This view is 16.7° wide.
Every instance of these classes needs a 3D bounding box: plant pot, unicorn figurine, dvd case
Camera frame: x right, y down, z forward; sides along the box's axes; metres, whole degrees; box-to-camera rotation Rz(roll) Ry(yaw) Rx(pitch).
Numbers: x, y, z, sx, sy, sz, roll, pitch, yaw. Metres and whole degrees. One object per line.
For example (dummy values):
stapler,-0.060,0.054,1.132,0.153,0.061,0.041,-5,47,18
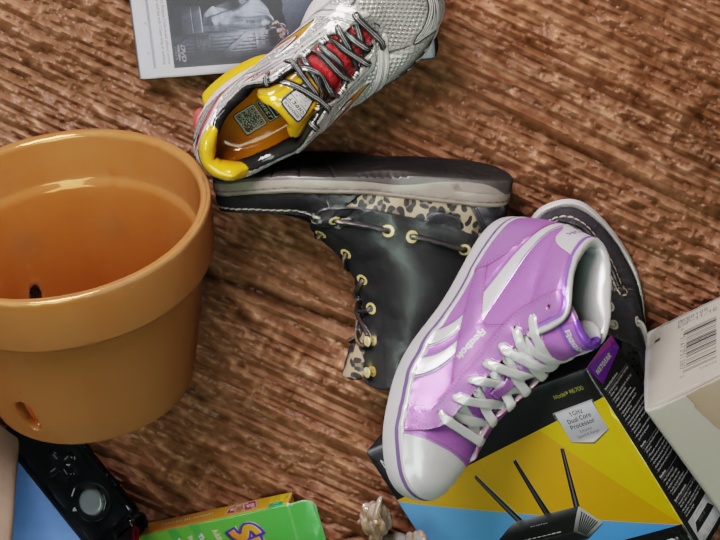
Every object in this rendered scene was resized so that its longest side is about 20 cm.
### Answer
plant pot,-0.186,0.019,1.609,0.199,0.201,0.141,-4,124,6
unicorn figurine,0.033,0.254,1.708,0.073,0.137,0.201,-3,88,-15
dvd case,-0.054,-0.205,1.601,0.199,0.025,0.151,-4,109,6

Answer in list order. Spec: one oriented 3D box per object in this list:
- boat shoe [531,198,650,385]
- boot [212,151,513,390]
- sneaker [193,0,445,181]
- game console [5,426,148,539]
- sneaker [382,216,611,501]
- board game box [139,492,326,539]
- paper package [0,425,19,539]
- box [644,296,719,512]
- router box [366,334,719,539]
boat shoe,0.159,0.051,1.650,0.073,0.060,0.201,-12,107,9
boot,0.000,0.000,1.641,0.199,0.073,0.152,1,106,-3
sneaker,-0.025,-0.121,1.572,0.200,0.082,0.078,-39,106,18
game console,-0.251,0.220,1.687,0.200,0.119,0.173,-43,82,16
sneaker,0.091,0.059,1.555,0.073,0.114,0.201,31,79,-37
board game box,-0.115,0.221,1.747,0.199,0.030,0.096,-12,108,11
paper package,-0.324,0.140,1.604,0.190,0.200,0.103,39,106,-20
box,0.271,0.121,1.624,0.077,0.095,0.200,-28,117,23
router box,0.122,0.143,1.646,0.199,0.051,0.150,-24,103,39
